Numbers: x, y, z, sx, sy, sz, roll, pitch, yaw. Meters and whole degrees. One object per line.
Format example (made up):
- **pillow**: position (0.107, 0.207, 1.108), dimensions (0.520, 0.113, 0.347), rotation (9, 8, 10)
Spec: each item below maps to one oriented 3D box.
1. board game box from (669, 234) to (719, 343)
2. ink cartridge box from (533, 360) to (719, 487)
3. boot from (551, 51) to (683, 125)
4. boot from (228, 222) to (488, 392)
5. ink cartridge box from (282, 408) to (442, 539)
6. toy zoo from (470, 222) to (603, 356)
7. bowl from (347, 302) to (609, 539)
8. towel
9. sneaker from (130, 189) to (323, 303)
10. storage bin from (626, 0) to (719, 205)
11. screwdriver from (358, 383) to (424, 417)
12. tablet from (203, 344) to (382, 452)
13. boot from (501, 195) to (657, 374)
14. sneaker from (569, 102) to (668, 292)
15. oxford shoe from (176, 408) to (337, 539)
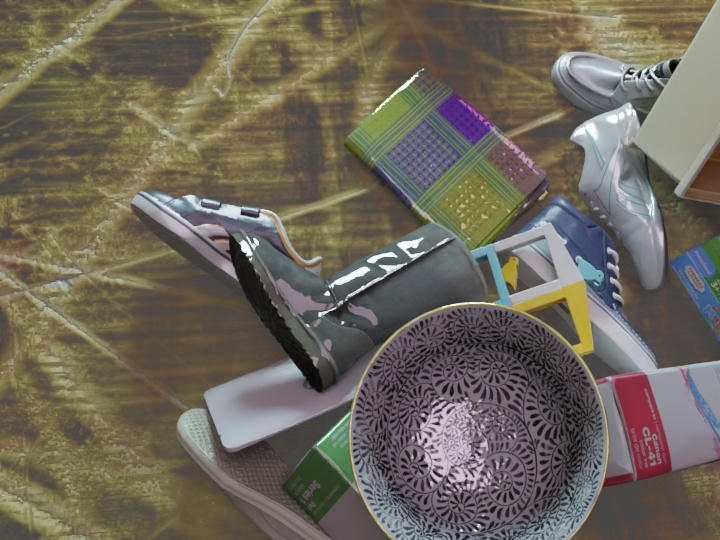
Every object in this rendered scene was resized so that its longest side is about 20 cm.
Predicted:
- **board game box**: position (0.442, 0.015, 0.920), dimensions (0.198, 0.037, 0.153), rotation (-23, 75, -24)
- **ink cartridge box**: position (0.241, 0.140, 0.772), dimensions (0.197, 0.147, 0.087), rotation (0, 70, -34)
- **boot**: position (0.316, -0.210, 0.966), dimensions (0.197, 0.096, 0.075), rotation (20, 69, 1)
- **boot**: position (-0.001, 0.000, 0.818), dimensions (0.198, 0.073, 0.183), rotation (-32, 78, -22)
- **ink cartridge box**: position (0.054, 0.204, 0.772), dimensions (0.200, 0.085, 0.146), rotation (45, 44, 9)
- **toy zoo**: position (0.143, 0.038, 0.860), dimensions (0.197, 0.020, 0.133), rotation (-19, 73, 12)
- **bowl**: position (0.094, 0.137, 0.700), dimensions (0.197, 0.094, 0.205), rotation (-3, 72, 10)
- **towel**: position (0.094, -0.113, 0.948), dimensions (0.200, 0.023, 0.144), rotation (44, 73, 10)
- **sneaker**: position (-0.128, -0.031, 0.866), dimensions (0.199, 0.078, 0.080), rotation (35, 75, -5)
- **storage bin**: position (0.398, -0.170, 0.859), dimensions (0.196, 0.202, 0.094), rotation (4, 34, -34)
- **screwdriver**: position (0.085, 0.136, 0.774), dimensions (0.197, 0.028, 0.029), rotation (25, 53, -18)
- **tablet**: position (-0.044, 0.100, 0.811), dimensions (0.197, 0.130, 0.014), rotation (-22, 111, -13)
- **boot**: position (0.243, 0.016, 0.891), dimensions (0.090, 0.073, 0.200), rotation (-42, 79, -12)
- **sneaker**: position (0.280, -0.072, 0.938), dimensions (0.079, 0.070, 0.204), rotation (-15, 78, 17)
- **oxford shoe**: position (-0.092, 0.201, 0.798), dimensions (0.199, 0.058, 0.075), rotation (36, 31, 7)
